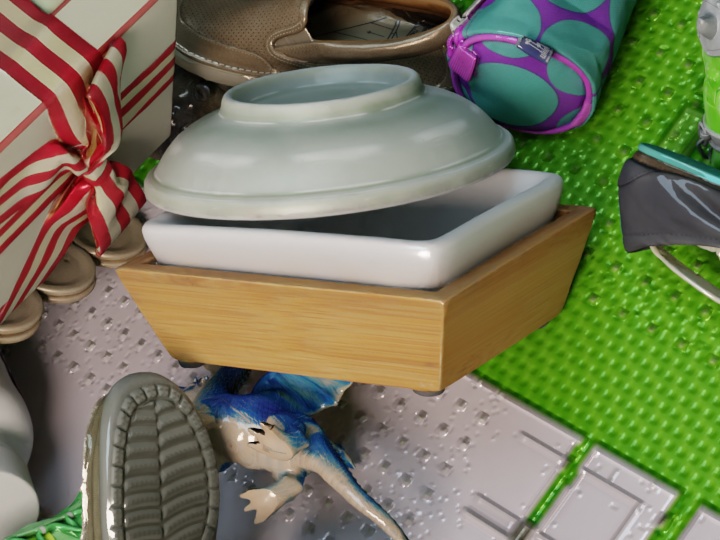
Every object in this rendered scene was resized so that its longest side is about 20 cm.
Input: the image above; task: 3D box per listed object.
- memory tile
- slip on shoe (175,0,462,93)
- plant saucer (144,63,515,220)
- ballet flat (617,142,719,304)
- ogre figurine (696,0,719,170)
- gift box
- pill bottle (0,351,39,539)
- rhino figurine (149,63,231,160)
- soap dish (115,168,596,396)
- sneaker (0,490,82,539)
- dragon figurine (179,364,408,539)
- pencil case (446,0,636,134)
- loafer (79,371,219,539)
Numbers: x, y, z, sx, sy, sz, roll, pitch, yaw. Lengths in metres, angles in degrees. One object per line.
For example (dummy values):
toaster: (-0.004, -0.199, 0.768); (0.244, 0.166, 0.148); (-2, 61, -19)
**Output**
memory tile: (-0.231, -0.011, 1.256); (0.153, 0.017, 0.200); (30, 39, 18)
slip on shoe: (-0.028, -0.141, 1.251); (0.199, 0.061, 0.076); (16, 58, 20)
plant saucer: (-0.019, -0.075, 1.150); (0.199, 0.051, 0.200); (-7, 16, 2)
ballet flat: (0.211, -0.006, 1.058); (0.199, 0.073, 0.073); (19, 70, 32)
ogre figurine: (0.241, -0.137, 1.085); (0.199, 0.120, 0.099); (-27, 50, 12)
gift box: (-0.208, -0.086, 1.145); (0.186, 0.185, 0.200); (35, 70, 12)
pill bottle: (-0.252, 0.077, 1.239); (0.111, 0.111, 0.200); (-37, 48, 3)
rhino figurine: (-0.109, -0.143, 1.339); (0.087, 0.060, 0.201); (-22, 52, 21)
soap dish: (0.000, 0.000, 1.122); (0.199, 0.082, 0.157); (6, 20, 33)
sneaker: (-0.158, 0.164, 1.144); (0.074, 0.084, 0.201); (20, 71, 39)
dragon figurine: (-0.038, 0.081, 1.129); (0.199, 0.059, 0.099); (14, 28, 32)
pencil case: (0.114, -0.180, 1.210); (0.085, 0.092, 0.201); (-41, 26, 62)
loafer: (-0.116, 0.151, 1.090); (0.069, 0.075, 0.202); (1, 95, 45)
